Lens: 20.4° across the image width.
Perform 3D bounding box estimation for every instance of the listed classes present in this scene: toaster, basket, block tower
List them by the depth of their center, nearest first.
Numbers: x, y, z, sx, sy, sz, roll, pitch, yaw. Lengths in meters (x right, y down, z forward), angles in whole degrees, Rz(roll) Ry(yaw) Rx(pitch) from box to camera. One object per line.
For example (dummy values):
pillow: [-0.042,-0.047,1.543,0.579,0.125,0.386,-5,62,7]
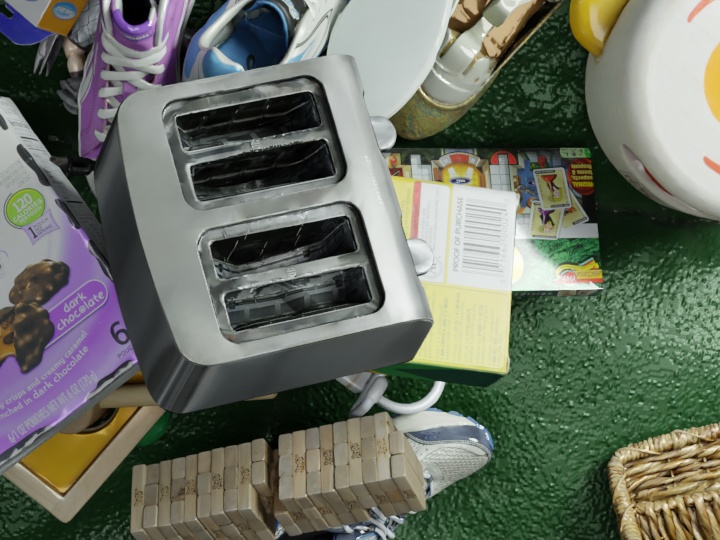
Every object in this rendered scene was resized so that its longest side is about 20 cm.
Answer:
toaster: [-0.067,-0.022,1.215,0.199,0.119,0.182,-12,75,-17]
block tower: [-0.057,0.151,1.388,0.199,0.054,0.058,-12,143,13]
basket: [0.287,0.192,1.420,0.199,0.143,0.150,-12,105,2]

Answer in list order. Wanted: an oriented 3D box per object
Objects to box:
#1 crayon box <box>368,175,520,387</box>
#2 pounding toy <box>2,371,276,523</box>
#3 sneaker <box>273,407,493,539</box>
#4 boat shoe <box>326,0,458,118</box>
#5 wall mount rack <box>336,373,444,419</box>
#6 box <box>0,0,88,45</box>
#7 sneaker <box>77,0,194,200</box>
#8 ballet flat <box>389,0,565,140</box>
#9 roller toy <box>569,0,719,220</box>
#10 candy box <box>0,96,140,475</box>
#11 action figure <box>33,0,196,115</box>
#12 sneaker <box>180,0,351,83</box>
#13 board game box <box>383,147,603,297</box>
crayon box: [0.000,0.000,1.318,0.199,0.051,0.128,8,74,-11]
pounding toy: [-0.186,0.065,1.379,0.200,0.142,0.184,40,100,-10]
sneaker: [0.006,0.169,1.429,0.199,0.085,0.077,-22,135,9]
boat shoe: [0.037,-0.187,1.341,0.070,0.064,0.201,22,86,11]
wall mount rack: [-0.002,0.001,1.401,0.200,0.075,0.174,35,68,-3]
box: [-0.203,-0.252,1.325,0.119,0.041,0.201,38,100,25]
sneaker: [-0.150,-0.130,1.283,0.072,0.114,0.202,8,100,1]
ballet flat: [0.086,-0.169,1.367,0.071,0.071,0.200,42,100,-10]
roller toy: [0.246,-0.125,1.343,0.199,0.140,0.184,-8,96,-8]
candy box: [-0.242,0.014,1.290,0.167,0.072,0.200,-37,88,5]
action figure: [-0.139,-0.152,1.367,0.199,0.069,0.131,31,106,-5]
sneaker: [-0.045,-0.172,1.315,0.072,0.072,0.200,40,56,-5]
board game box: [0.067,-0.033,1.380,0.199,0.023,0.106,-1,78,-13]
